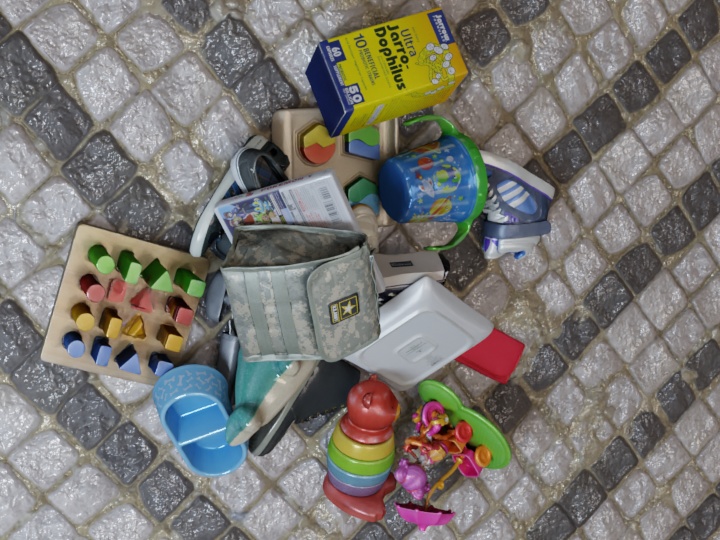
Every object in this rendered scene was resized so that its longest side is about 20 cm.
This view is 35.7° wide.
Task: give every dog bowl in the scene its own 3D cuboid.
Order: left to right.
[{"bbox_3d":[-0.228,0.224,1.624,0.110,0.050,0.201,-19,129,3],"label":"dog bowl"}]

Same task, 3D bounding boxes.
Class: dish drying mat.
[{"bbox_3d":[0.180,0.116,1.828,0.198,0.018,0.078,28,89,-25],"label":"dish drying mat"}]

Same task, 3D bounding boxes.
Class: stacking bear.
[{"bbox_3d":[0.009,0.259,1.709,0.112,0.122,0.202,15,118,10],"label":"stacking bear"}]

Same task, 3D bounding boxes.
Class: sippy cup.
[{"bbox_3d":[0.100,-0.129,1.670,0.129,0.140,0.179,-14,63,-27],"label":"sippy cup"}]

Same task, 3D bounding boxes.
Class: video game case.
[{"bbox_3d":[-0.082,-0.033,1.552,0.180,0.023,0.202,-14,122,19],"label":"video game case"}]

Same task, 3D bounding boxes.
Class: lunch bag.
[{"bbox_3d":[-0.071,0.032,1.509,0.197,0.118,0.166,-2,127,9],"label":"lunch bag"}]

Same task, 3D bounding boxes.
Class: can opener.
[{"bbox_3d":[-0.203,0.102,1.658,0.066,0.053,0.203,13,99,12],"label":"can opener"}]

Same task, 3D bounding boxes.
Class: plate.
[{"bbox_3d":[0.082,0.109,1.697,0.199,0.033,0.199,-36,138,20],"label":"plate"}]

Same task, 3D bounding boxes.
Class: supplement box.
[{"bbox_3d":[0.036,-0.285,1.616,0.198,0.110,0.110,-20,82,-18],"label":"supplement box"}]

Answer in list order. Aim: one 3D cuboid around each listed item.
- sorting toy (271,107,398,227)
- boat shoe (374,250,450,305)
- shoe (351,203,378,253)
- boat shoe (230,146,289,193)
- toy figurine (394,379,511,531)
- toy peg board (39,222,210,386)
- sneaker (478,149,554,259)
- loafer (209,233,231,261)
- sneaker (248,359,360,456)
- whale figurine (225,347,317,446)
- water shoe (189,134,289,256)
[{"bbox_3d":[-0.033,-0.150,1.673,0.197,0.036,0.188,-5,103,-21],"label":"sorting toy"},{"bbox_3d":[0.032,0.027,1.653,0.197,0.075,0.094,0,127,-14],"label":"boat shoe"},{"bbox_3d":[0.000,0.000,1.694,0.069,0.053,0.203,-5,112,-28],"label":"shoe"},{"bbox_3d":[-0.110,-0.087,1.567,0.069,0.056,0.201,-48,120,-23],"label":"boat shoe"},{"bbox_3d":[0.114,0.305,1.738,0.201,0.149,0.184,52,57,-20],"label":"toy figurine"},{"bbox_3d":[-0.321,0.061,1.565,0.198,0.098,0.202,16,95,-24],"label":"toy peg board"},{"bbox_3d":[0.212,-0.095,1.762,0.198,0.080,0.148,23,88,-30],"label":"sneaker"},{"bbox_3d":[-0.124,-0.018,1.642,0.198,0.070,0.069,19,93,-20],"label":"loafer"},{"bbox_3d":[-0.082,0.213,1.710,0.106,0.075,0.201,36,87,-27],"label":"sneaker"},{"bbox_3d":[-0.143,0.154,1.596,0.103,0.159,0.201,39,48,-5],"label":"whale figurine"},{"bbox_3d":[-0.169,-0.097,1.588,0.078,0.071,0.202,31,78,-6],"label":"water shoe"}]
